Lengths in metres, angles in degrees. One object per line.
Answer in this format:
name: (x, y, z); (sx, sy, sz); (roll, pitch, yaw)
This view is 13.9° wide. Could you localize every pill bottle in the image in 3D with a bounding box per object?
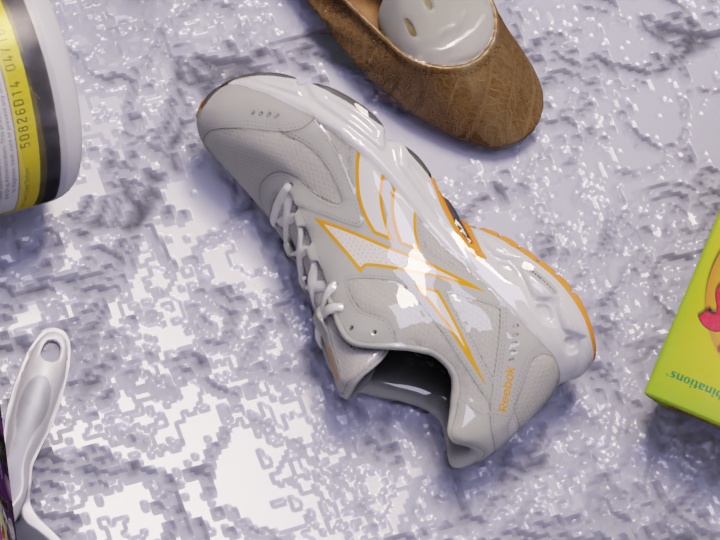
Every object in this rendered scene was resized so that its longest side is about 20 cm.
pill bottle: (-0.221, -0.059, 1.199); (0.199, 0.112, 0.113); (-17, 69, -19)

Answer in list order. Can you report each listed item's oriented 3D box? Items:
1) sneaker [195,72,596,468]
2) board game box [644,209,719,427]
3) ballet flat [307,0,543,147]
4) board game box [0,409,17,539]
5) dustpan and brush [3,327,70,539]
sneaker: (0.000, 0.000, 1.243); (0.200, 0.076, 0.092); (38, 68, 9)
board game box: (0.206, -0.019, 1.249); (0.101, 0.048, 0.201); (22, 88, 15)
ballet flat: (0.008, -0.139, 1.308); (0.068, 0.072, 0.200); (-37, 77, -22)
board game box: (-0.193, 0.091, 1.136); (0.119, 0.032, 0.201); (-14, 55, 3)
dustpan and brush: (-0.150, 0.119, 1.159); (0.139, 0.057, 0.201); (17, 63, -3)
